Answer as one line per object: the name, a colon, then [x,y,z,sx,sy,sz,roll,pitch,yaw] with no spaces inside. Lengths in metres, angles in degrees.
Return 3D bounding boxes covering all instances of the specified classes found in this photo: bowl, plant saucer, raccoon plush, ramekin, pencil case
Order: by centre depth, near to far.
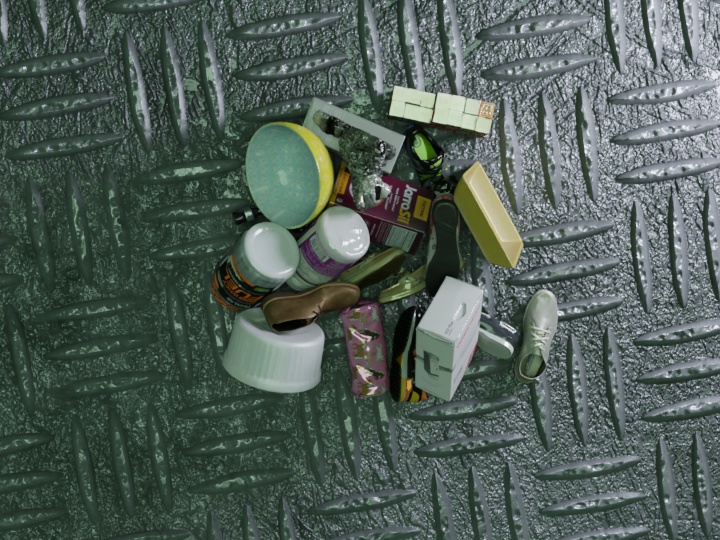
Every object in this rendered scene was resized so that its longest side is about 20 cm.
raccoon plush: [-0.022,-0.200,1.466,0.199,0.097,0.135,30,96,25]
bowl: [-0.116,-0.190,1.482,0.199,0.107,0.202,17,117,35]
ramekin: [-0.165,0.150,1.523,0.198,0.201,0.099,13,107,-3]
plant saucer: [0.247,-0.106,1.533,0.048,0.200,0.201,-27,96,22]
pencil case: [0.010,0.160,1.585,0.085,0.083,0.202,-6,105,17]

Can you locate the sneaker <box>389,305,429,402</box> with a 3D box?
sneaker: [0.118,0.176,1.616,0.089,0.070,0.203,7,93,-22]

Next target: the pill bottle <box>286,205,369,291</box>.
pill bottle: [-0.076,-0.034,1.517,0.111,0.200,0.113,15,59,-27]

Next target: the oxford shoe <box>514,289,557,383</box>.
oxford shoe: [0.370,0.141,1.617,0.074,0.058,0.202,14,93,0]

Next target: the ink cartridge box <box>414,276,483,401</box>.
ink cartridge box: [0.170,0.134,1.504,0.084,0.201,0.146,22,54,18]

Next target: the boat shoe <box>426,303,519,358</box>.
boat shoe: [0.233,0.111,1.610,0.199,0.076,0.061,31,56,5]

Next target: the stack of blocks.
stack of blocks: [0.156,-0.316,1.540,0.198,0.115,0.059,11,95,-2]

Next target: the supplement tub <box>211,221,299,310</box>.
supplement tub: [-0.211,-0.002,1.512,0.121,0.200,0.124,14,60,-26]

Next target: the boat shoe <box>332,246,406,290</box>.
boat shoe: [0.001,0.001,1.567,0.200,0.073,0.064,-34,68,26]

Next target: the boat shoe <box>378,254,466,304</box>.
boat shoe: [0.119,0.010,1.596,0.198,0.073,0.063,-26,89,-10]

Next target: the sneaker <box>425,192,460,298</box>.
sneaker: [0.167,-0.054,1.545,0.066,0.108,0.204,3,110,6]

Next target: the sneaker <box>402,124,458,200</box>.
sneaker: [0.146,-0.203,1.565,0.070,0.083,0.201,-31,97,1]

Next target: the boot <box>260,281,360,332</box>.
boot: [-0.088,0.076,1.504,0.198,0.076,0.074,-12,131,-16]

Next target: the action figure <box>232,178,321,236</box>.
action figure: [-0.158,-0.125,1.576,0.198,0.069,0.131,-22,88,-3]

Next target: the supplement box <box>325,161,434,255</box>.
supplement box: [0.036,-0.124,1.546,0.198,0.086,0.111,17,57,-3]

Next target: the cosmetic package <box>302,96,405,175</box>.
cosmetic package: [-0.016,-0.264,1.545,0.198,0.107,0.091,20,94,-5]
